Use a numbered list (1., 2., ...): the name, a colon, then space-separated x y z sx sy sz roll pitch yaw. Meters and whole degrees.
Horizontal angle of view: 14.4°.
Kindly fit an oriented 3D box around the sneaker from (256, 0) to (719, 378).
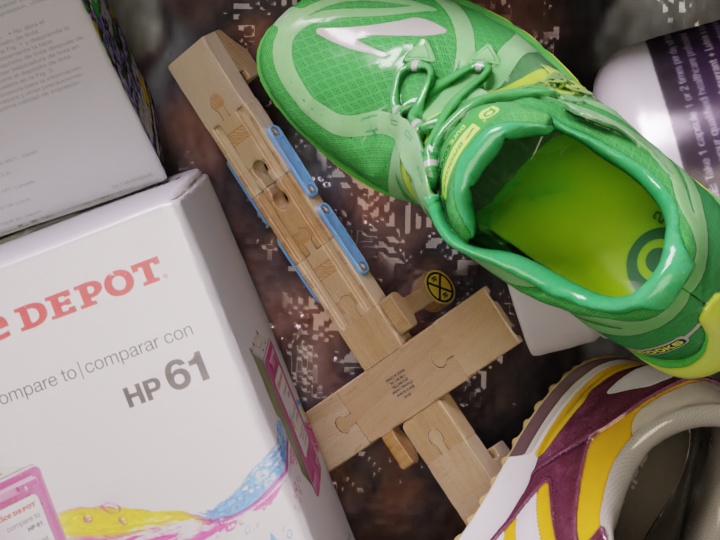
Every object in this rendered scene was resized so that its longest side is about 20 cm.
1. sneaker: 0.045 -0.041 0.903 0.200 0.084 0.074 33 91 29

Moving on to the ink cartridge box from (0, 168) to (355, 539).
1. ink cartridge box: -0.089 0.082 1.015 0.144 0.085 0.200 -21 96 8

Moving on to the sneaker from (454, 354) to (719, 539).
1. sneaker: 0.066 0.121 0.952 0.075 0.090 0.200 27 84 -24

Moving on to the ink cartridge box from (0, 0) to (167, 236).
1. ink cartridge box: -0.150 -0.097 0.962 0.109 0.050 0.200 -18 132 5

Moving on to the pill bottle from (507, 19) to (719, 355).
1. pill bottle: 0.144 -0.035 0.975 0.200 0.111 0.112 -15 96 5

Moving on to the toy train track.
1. toy train track: 0.000 0.000 1.025 0.115 0.033 0.200 -36 86 42
